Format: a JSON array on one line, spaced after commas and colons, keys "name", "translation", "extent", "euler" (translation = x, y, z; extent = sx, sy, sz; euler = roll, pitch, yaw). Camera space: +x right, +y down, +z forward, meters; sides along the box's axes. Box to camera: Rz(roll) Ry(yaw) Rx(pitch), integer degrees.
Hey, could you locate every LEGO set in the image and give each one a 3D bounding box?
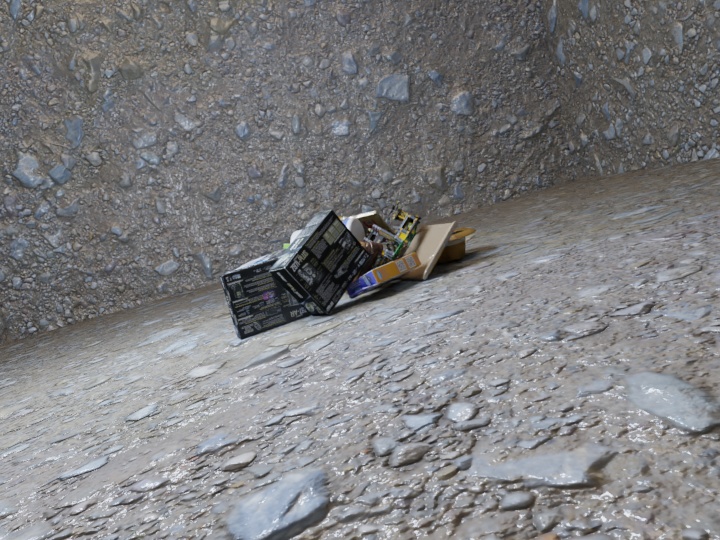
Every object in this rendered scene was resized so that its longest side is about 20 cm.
[{"name": "LEGO set", "translation": [0.078, -0.095, 1.508], "extent": [0.201, 0.115, 0.154], "euler": [-58, -14, -15]}]

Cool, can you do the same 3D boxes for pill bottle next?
[{"name": "pill bottle", "translation": [-0.094, -0.080, 1.496], "extent": [0.197, 0.115, 0.114], "euler": [-8, 9, 24]}]

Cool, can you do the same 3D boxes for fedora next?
[{"name": "fedora", "translation": [0.264, -0.071, 1.579], "extent": [0.198, 0.083, 0.201], "euler": [-15, 6, 2]}]

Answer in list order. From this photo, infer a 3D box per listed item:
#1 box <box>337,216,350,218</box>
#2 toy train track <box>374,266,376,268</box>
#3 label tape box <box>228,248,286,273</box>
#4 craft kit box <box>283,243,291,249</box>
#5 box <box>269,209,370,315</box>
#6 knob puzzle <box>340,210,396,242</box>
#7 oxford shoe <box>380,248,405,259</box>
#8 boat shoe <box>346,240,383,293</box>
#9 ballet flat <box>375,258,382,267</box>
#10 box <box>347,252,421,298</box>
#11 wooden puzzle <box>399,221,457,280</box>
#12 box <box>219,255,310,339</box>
[{"name": "box", "translation": [-0.072, -0.116, 1.710], "extent": [0.117, 0.042, 0.200], "euler": [3, -22, -8]}, {"name": "toy train track", "translation": [0.000, 0.000, 1.544], "extent": [0.197, 0.116, 0.033], "euler": [5, 7, -12]}, {"name": "label tape box", "translation": [-0.285, -0.011, 1.566], "extent": [0.142, 0.067, 0.200], "euler": [-19, 12, 20]}, {"name": "craft kit box", "translation": [-0.128, -0.057, 1.717], "extent": [0.195, 0.049, 0.200], "euler": [4, -2, 13]}, {"name": "box", "translation": [-0.096, -0.017, 1.280], "extent": [0.086, 0.164, 0.201], "euler": [-7, 41, 54]}, {"name": "knob puzzle", "translation": [-0.009, -0.124, 1.596], "extent": [0.216, 0.031, 0.220], "euler": [-2, -24, -1]}, {"name": "oxford shoe", "translation": [0.099, -0.034, 1.713], "extent": [0.199, 0.073, 0.071], "euler": [-35, -19, 8]}, {"name": "boat shoe", "translation": [0.006, -0.004, 1.434], "extent": [0.069, 0.071, 0.201], "euler": [-3, -33, -25]}, {"name": "ballet flat", "translation": [0.005, 0.012, 1.639], "extent": [0.198, 0.068, 0.064], "euler": [-11, 35, 40]}, {"name": "box", "translation": [0.053, 0.016, 1.345], "extent": [0.199, 0.042, 0.119], "euler": [-19, -9, -42]}, {"name": "wooden puzzle", "translation": [0.179, -0.049, 1.456], "extent": [0.186, 0.037, 0.199], "euler": [-58, 19, -15]}, {"name": "box", "translation": [-0.227, 0.059, 1.285], "extent": [0.198, 0.162, 0.043], "euler": [-19, 9, -23]}]
